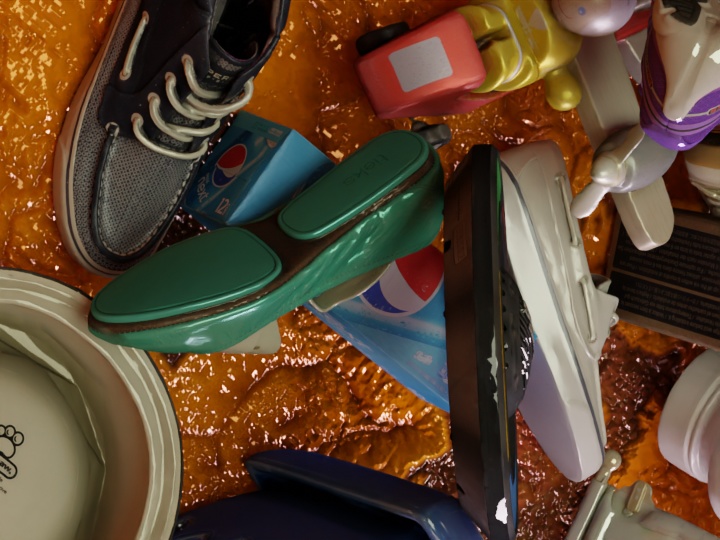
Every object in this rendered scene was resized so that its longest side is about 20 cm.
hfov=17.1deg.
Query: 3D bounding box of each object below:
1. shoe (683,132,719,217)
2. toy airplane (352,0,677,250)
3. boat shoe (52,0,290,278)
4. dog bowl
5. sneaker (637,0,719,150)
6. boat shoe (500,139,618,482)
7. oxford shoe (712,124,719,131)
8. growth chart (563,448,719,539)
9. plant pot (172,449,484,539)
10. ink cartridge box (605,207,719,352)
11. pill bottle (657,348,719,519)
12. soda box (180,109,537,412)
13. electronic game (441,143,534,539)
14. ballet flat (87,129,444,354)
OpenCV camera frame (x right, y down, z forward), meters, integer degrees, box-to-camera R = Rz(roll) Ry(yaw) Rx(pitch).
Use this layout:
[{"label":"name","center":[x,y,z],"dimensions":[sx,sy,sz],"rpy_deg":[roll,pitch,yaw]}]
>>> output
[{"label":"shoe","center":[0.238,-0.050,1.371],"dimensions":[0.200,0.070,0.053],"rpy_deg":[-2,96,-61]},{"label":"toy airplane","center":[0.112,-0.134,1.283],"dimensions":[0.200,0.141,0.199],"rpy_deg":[28,67,-17]},{"label":"boat shoe","center":[-0.094,-0.087,1.208],"dimensions":[0.075,0.093,0.200],"rpy_deg":[12,95,-30]},{"label":"dog bowl","center":[-0.193,0.100,1.186],"dimensions":[0.200,0.074,0.200],"rpy_deg":[3,84,-28]},{"label":"sneaker","center":[0.170,-0.119,1.223],"dimensions":[0.081,0.200,0.083],"rpy_deg":[25,117,8]},{"label":"boat shoe","center":[0.113,0.022,1.365],"dimensions":[0.066,0.072,0.200],"rpy_deg":[-24,103,-18]},{"label":"oxford shoe","center":[0.220,-0.117,1.343],"dimensions":[0.070,0.200,0.075],"rpy_deg":[-1,96,11]},{"label":"growth chart","center":[0.188,0.213,1.390],"dimensions":[0.145,0.200,0.018],"rpy_deg":[-61,154,5]},{"label":"plant pot","center":[-0.019,0.212,1.263],"dimensions":[0.180,0.200,0.200],"rpy_deg":[-42,117,-23]},{"label":"ink cartridge box","center":[0.267,0.017,1.390],"dimensions":[0.200,0.165,0.075],"rpy_deg":[9,96,-30]},{"label":"pill bottle","center":[0.273,0.121,1.387],"dimensions":[0.111,0.200,0.111],"rpy_deg":[-29,134,-34]},{"label":"soda box","center":[0.000,0.000,1.295],"dimensions":[0.200,0.068,0.064],"rpy_deg":[39,82,-30]},{"label":"electronic game","center":[0.066,0.036,1.199],"dimensions":[0.042,0.200,0.200],"rpy_deg":[-3,105,5]},{"label":"ballet flat","center":[-0.039,0.004,1.200],"dimensions":[0.200,0.067,0.070],"rpy_deg":[-29,128,-16]}]
